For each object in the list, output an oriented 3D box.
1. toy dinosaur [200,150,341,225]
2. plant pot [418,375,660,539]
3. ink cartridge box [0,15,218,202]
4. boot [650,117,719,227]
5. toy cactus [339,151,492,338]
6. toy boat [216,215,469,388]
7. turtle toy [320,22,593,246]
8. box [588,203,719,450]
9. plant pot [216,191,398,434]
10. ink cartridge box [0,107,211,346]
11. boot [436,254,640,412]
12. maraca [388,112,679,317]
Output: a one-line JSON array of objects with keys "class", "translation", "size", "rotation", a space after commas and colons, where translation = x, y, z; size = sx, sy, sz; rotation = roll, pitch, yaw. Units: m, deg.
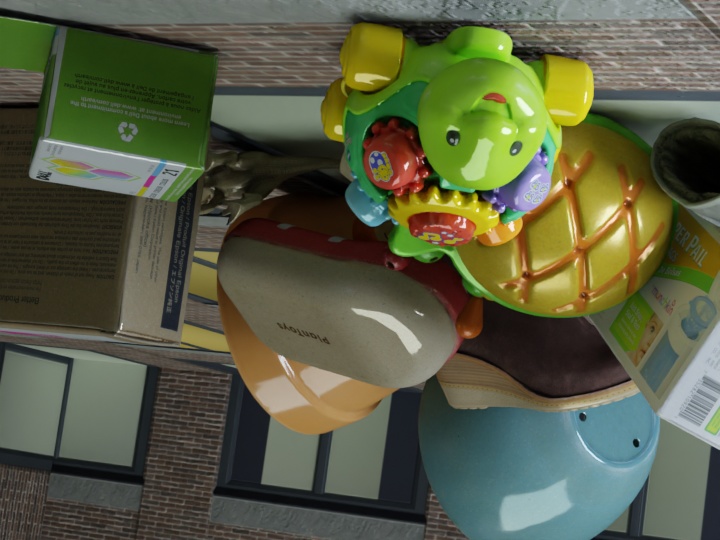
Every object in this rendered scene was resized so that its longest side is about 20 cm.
[{"class": "toy dinosaur", "translation": [-0.081, -0.072, 1.439], "size": [0.199, 0.059, 0.101], "rotation": [-10, -172, 35]}, {"class": "plant pot", "translation": [0.165, 0.127, 1.557], "size": [0.198, 0.202, 0.134], "rotation": [12, 160, -29]}, {"class": "ink cartridge box", "translation": [-0.200, -0.104, 1.210], "size": [0.198, 0.077, 0.148], "rotation": [8, 172, -11]}, {"class": "boot", "translation": [0.290, -0.019, 1.152], "size": [0.199, 0.073, 0.181], "rotation": [34, 175, -31]}, {"class": "toy cactus", "translation": [0.060, -0.039, 1.328], "size": [0.164, 0.103, 0.200], "rotation": [28, -148, 22]}, {"class": "toy boat", "translation": [0.000, 0.000, 1.420], "size": [0.199, 0.131, 0.131], "rotation": [14, 149, 40]}, {"class": "turtle toy", "translation": [0.053, -0.073, 1.059], "size": [0.144, 0.102, 0.200], "rotation": [9, 162, -6]}, {"class": "box", "translation": [0.230, 0.028, 1.249], "size": [0.101, 0.113, 0.200], "rotation": [28, -166, -19]}, {"class": "plant pot", "translation": [-0.003, 0.023, 1.574], "size": [0.139, 0.202, 0.199], "rotation": [-16, 160, 33]}, {"class": "ink cartridge box", "translation": [-0.213, -0.034, 1.411], "size": [0.199, 0.167, 0.075], "rotation": [3, 172, 37]}, {"class": "boot", "translation": [0.129, 0.019, 1.446], "size": [0.198, 0.168, 0.072], "rotation": [-6, -168, 29]}, {"class": "maraca", "translation": [0.106, -0.041, 1.200], "size": [0.198, 0.138, 0.107], "rotation": [18, -163, -16]}]
